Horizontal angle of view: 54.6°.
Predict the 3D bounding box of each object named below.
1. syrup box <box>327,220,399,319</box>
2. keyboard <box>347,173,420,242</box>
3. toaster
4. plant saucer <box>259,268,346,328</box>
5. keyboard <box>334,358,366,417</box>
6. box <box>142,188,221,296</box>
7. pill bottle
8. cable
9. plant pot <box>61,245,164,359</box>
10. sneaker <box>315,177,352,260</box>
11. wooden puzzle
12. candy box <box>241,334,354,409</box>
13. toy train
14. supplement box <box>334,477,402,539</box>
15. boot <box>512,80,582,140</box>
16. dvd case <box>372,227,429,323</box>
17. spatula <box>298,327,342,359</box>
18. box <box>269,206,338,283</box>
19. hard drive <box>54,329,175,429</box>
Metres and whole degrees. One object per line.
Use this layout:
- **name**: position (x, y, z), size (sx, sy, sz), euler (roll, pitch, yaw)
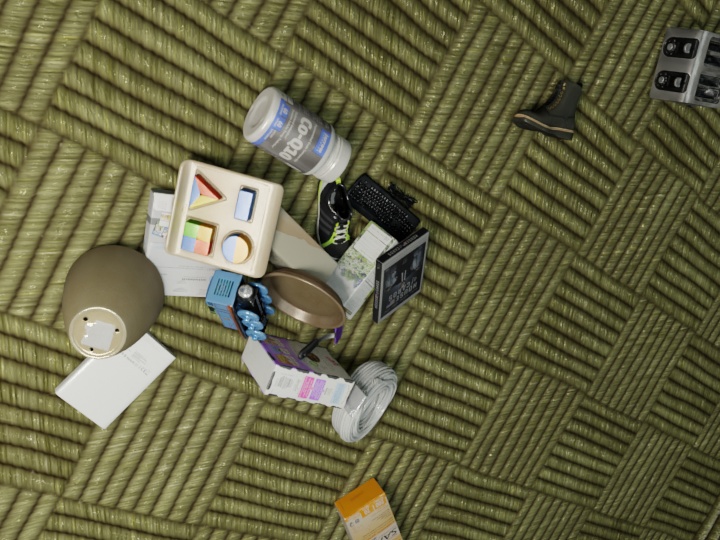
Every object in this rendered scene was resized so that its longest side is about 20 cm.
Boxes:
- **syrup box**: position (0.000, 0.000, 1.539), size (0.201, 0.078, 0.081), euler (-52, 155, -1)
- **keyboard**: position (0.063, -0.143, 1.557), size (0.199, 0.040, 0.105), euler (34, 91, -34)
- **toaster**: position (0.867, -0.517, 1.801), size (0.197, 0.118, 0.184), euler (1, 109, -28)
- **plant saucer**: position (-0.117, 0.057, 1.460), size (0.200, 0.198, 0.030), euler (46, 56, -32)
- **keyboard**: position (-0.040, 0.259, 1.558), size (0.011, 0.200, 0.056), euler (40, 89, -29)
- **box**: position (-0.346, -0.051, 1.372), size (0.153, 0.041, 0.204), euler (3, 106, -28)
- **pill bottle**: position (-0.121, -0.260, 1.369), size (0.198, 0.114, 0.115), euler (27, 95, -33)
- **cable**: position (0.009, 0.307, 1.634), size (0.199, 0.069, 0.202), euler (-6, 125, -62)
- **plant pot**: position (-0.451, 0.074, 1.243), size (0.184, 0.200, 0.191), euler (-4, 109, -11)
- **sneaker**: position (-0.054, -0.107, 1.480), size (0.071, 0.083, 0.203), euler (-18, 118, -21)
- **wooden puzzle**: position (-0.259, -0.094, 1.312), size (0.196, 0.046, 0.188), euler (14, 103, -5)
- **candy box**: position (-0.137, 0.215, 1.509), size (0.198, 0.168, 0.073), euler (18, 101, -31)
- **toy train**: position (-0.241, 0.074, 1.406), size (0.112, 0.201, 0.088), euler (14, 66, 7)
- **supplement box**: position (0.025, 0.662, 1.821), size (0.125, 0.073, 0.202), euler (-28, 120, -15)
- **boot**: position (0.446, -0.396, 1.655), size (0.198, 0.077, 0.141), euler (3, 103, -43)
- **dvd case**: position (0.088, 0.013, 1.573), size (0.149, 0.025, 0.202), euler (-35, 146, -29)
- **spatula**: position (-0.083, 0.153, 1.538), size (0.199, 0.020, 0.058), euler (-29, 126, -55)
- **box**: position (-0.149, -0.047, 1.441), size (0.200, 0.094, 0.078), euler (45, 70, -34)
- **hard drive**: position (-0.489, 0.206, 1.400), size (0.200, 0.026, 0.132), euler (-45, 123, -6)
